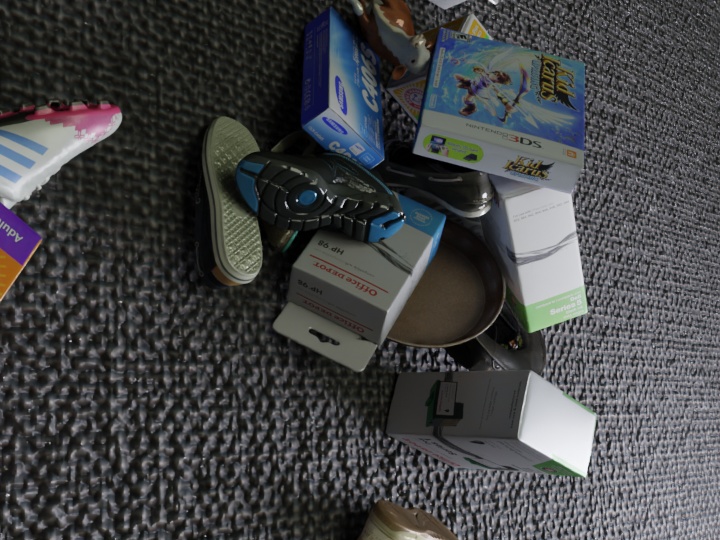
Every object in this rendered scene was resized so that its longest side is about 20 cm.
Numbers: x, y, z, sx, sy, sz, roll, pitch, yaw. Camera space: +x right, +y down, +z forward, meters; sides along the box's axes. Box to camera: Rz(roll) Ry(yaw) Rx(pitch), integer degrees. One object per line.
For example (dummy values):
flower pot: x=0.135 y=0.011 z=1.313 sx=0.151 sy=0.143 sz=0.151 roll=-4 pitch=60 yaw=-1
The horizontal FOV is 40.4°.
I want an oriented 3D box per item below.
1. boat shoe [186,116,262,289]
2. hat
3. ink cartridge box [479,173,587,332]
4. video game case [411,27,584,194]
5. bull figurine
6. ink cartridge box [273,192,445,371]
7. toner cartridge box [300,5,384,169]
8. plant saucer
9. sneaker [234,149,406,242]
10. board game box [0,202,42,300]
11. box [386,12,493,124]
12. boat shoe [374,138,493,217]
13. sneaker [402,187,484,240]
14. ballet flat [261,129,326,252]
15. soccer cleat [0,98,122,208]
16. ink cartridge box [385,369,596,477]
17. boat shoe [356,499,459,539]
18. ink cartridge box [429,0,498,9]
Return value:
boat shoe: x=-0.140 y=-0.070 z=0.996 sx=0.075 sy=0.062 sz=0.200 roll=19 pitch=53 yaw=-38
hat: x=0.145 y=0.073 z=1.247 sx=0.200 sy=0.081 sz=0.201 roll=35 pitch=33 yaw=-26
ink cartridge box: x=0.201 y=-0.051 z=1.186 sx=0.146 sy=0.084 sz=0.200 roll=-112 pitch=-176 yaw=-55
video game case: x=0.161 y=-0.187 z=1.106 sx=0.181 sy=0.045 sz=0.200 roll=15 pitch=46 yaw=-2
bull figurine: x=0.029 y=-0.301 z=1.168 sx=0.122 sy=0.065 sz=0.200 roll=56 pitch=8 yaw=-24
ink cartridge box: x=0.000 y=0.000 z=1.072 sx=0.116 sy=0.067 sz=0.200 roll=25 pitch=52 yaw=10
toner cartridge box: x=-0.020 y=-0.206 z=1.111 sx=0.095 sy=0.043 sz=0.200 roll=39 pitch=33 yaw=-34
plant saucer: x=0.068 y=0.015 z=1.145 sx=0.200 sy=0.200 sz=0.035 roll=-56 pitch=166 yaw=-38
sneaker: x=-0.047 y=-0.086 z=1.006 sx=0.200 sy=0.073 sz=0.082 roll=16 pitch=40 yaw=-39
board game box: x=-0.375 y=0.007 z=0.620 sx=0.200 sy=0.200 sz=0.200 roll=46 pitch=51 yaw=-30
box: x=0.146 y=-0.222 z=1.293 sx=0.200 sy=0.112 sz=0.101 roll=45 pitch=55 yaw=-31
boat shoe: x=0.070 y=-0.124 z=1.129 sx=0.067 sy=0.200 sz=0.057 roll=-37 pitch=138 yaw=-34
sneaker: x=0.112 y=-0.083 z=1.272 sx=0.200 sy=0.075 sz=0.082 roll=21 pitch=58 yaw=-54
ballet flat: x=-0.074 y=-0.102 z=1.079 sx=0.075 sy=0.068 sz=0.200 roll=38 pitch=48 yaw=-9
soccer cleat: x=-0.292 y=-0.097 z=0.841 sx=0.200 sy=0.070 sz=0.087 roll=-22 pitch=114 yaw=-45
ink cartridge box: x=0.151 y=0.180 z=1.155 sx=0.146 sy=0.200 sz=0.084 roll=33 pitch=63 yaw=-38
boat shoe: x=0.059 y=0.318 z=1.133 sx=0.065 sy=0.071 sz=0.200 roll=-54 pitch=137 yaw=2
ink cartridge box: x=0.101 y=-0.434 z=1.323 sx=0.200 sy=0.067 sz=0.116 roll=15 pitch=71 yaw=-44
